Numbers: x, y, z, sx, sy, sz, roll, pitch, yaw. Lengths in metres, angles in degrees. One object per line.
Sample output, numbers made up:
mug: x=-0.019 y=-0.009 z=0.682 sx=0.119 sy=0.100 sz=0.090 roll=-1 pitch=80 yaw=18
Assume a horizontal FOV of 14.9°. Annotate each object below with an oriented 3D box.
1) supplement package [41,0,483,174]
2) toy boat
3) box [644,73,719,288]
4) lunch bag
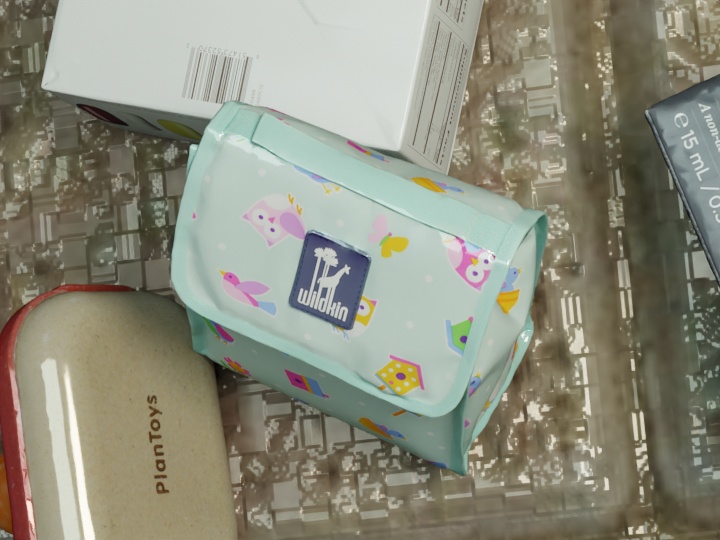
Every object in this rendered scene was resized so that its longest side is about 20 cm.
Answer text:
supplement package: x=-0.044 y=-0.143 z=1.454 sx=0.199 sy=0.111 sz=0.157 roll=11 pitch=86 yaw=17
toy boat: x=-0.149 y=0.113 z=1.462 sx=0.130 sy=0.130 sz=0.201 roll=-17 pitch=77 yaw=43
box: x=0.271 y=-0.024 z=1.352 sx=0.199 sy=0.117 sz=0.198 roll=-25 pitch=78 yaw=10
lunch bag: x=0.000 y=0.000 z=1.364 sx=0.170 sy=0.200 sz=0.122 roll=25 pitch=71 yaw=10
